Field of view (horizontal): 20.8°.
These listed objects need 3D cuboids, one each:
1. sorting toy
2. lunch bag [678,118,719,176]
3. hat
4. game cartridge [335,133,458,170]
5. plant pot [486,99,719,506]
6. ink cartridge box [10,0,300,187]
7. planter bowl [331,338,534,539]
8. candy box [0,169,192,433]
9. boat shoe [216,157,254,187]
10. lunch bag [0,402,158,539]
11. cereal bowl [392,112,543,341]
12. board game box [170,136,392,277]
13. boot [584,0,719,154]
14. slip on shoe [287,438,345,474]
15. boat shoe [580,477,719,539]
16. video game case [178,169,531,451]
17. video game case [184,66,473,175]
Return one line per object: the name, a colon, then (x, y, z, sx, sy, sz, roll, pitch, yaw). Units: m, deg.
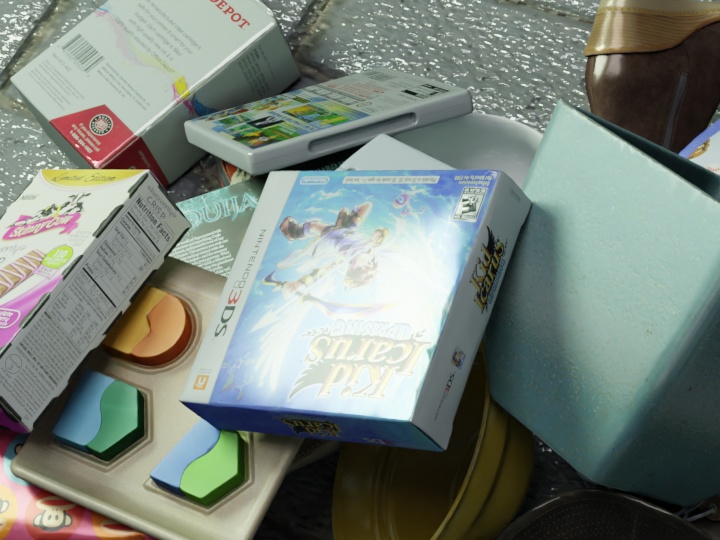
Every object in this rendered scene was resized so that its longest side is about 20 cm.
sorting toy: (-0.123, 0.086, 1.356, 0.185, 0.036, 0.200, 20, 65, 21)
lunch bag: (0.321, -0.037, 1.429, 0.200, 0.124, 0.170, -33, 57, -13)
hat: (0.179, 0.226, 1.309, 0.200, 0.201, 0.081, 1, 18, 18)
game cartridge: (0.000, 0.000, 1.422, 0.133, 0.040, 0.200, 30, 73, 25)
plant pot: (0.196, 0.037, 1.285, 0.196, 0.196, 0.200, 41, 106, 44)
ink cartridge box: (-0.174, -0.166, 1.685, 0.200, 0.083, 0.146, -40, 56, -9)
planter bowl: (0.066, 0.137, 1.397, 0.200, 0.083, 0.201, -44, 33, 40)
candy box: (-0.230, 0.016, 1.387, 0.136, 0.061, 0.200, 3, 47, 45)
boat shoe: (-0.070, -0.060, 1.599, 0.071, 0.063, 0.200, -30, 54, 0)
lunch bag: (-0.208, 0.135, 1.412, 0.200, 0.082, 0.176, 0, 60, 11)
cereal bowl: (0.079, -0.019, 1.514, 0.200, 0.083, 0.200, -8, 56, 13)
board game box: (-0.055, -0.017, 1.487, 0.200, 0.028, 0.135, -18, 57, 7)
boot: (0.252, -0.126, 1.522, 0.072, 0.200, 0.167, -1, 83, 57)
slip on shoe: (-0.102, 0.143, 1.478, 0.200, 0.061, 0.076, -27, 55, 6)
boat shoe: (0.213, 0.170, 1.360, 0.072, 0.072, 0.200, -42, 56, -9)
video game case: (-0.006, 0.021, 1.280, 0.200, 0.045, 0.182, 1, 62, 39)
video game case: (-0.030, -0.121, 1.552, 0.182, 0.022, 0.200, -17, 16, -15)
